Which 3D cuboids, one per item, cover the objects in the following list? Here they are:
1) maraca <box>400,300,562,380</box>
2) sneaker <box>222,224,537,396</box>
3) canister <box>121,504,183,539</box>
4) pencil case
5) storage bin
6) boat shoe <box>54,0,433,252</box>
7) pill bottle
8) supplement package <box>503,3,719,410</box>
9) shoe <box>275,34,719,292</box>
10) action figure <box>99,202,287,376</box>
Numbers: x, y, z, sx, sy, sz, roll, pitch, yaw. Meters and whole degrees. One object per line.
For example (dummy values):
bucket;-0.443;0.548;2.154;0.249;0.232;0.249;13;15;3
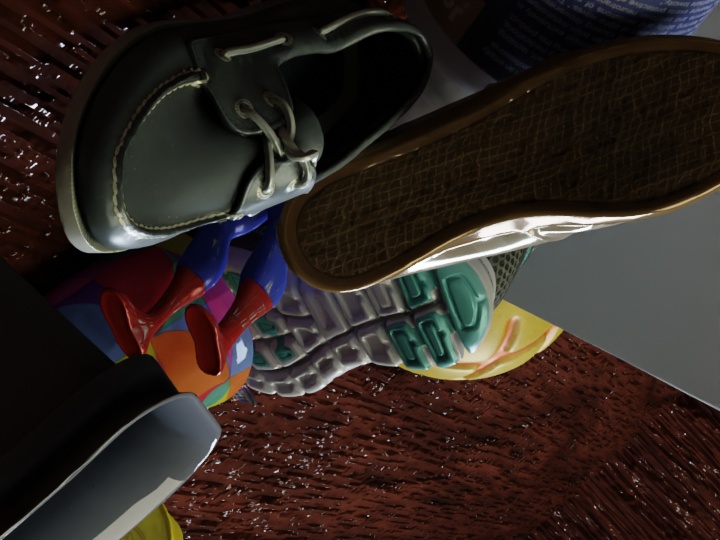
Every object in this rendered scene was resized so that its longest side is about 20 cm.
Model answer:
maraca;0.052;0.005;1.462;0.137;0.107;0.200;-30;-178;19
sneaker;0.000;0.000;1.230;0.200;0.078;0.091;-3;-149;44
canister;-0.163;0.173;1.446;0.149;0.087;0.200;-39;169;-13
pencil case;-0.131;0.058;1.153;0.200;0.088;0.088;-31;164;-39
storage bin;-0.168;0.062;0.916;0.200;0.134;0.146;-42;168;-5
boat shoe;-0.039;-0.057;1.021;0.200;0.062;0.073;-34;123;-57
pill bottle;0.085;-0.125;1.125;0.111;0.111;0.200;-29;162;-47
supplement package;0.152;-0.066;1.300;0.111;0.156;0.200;-23;137;-61
shoe;0.063;-0.044;1.095;0.200;0.070;0.053;-16;-175;-1
action figure;-0.029;-0.037;1.172;0.200;0.065;0.052;-50;134;-42
